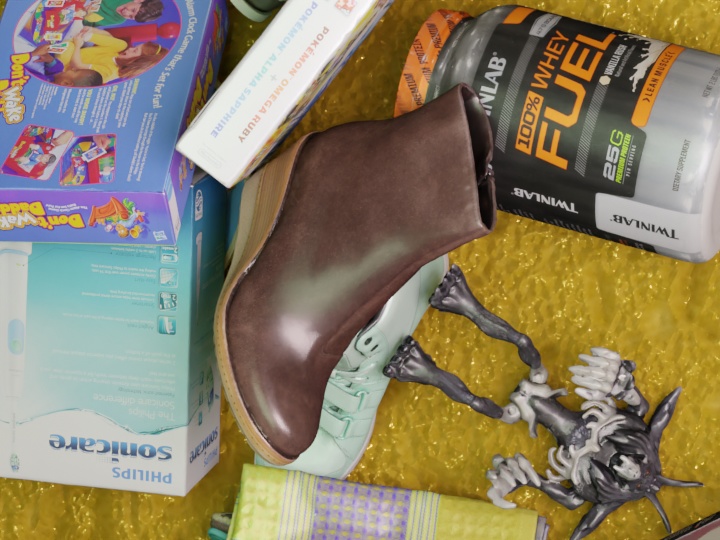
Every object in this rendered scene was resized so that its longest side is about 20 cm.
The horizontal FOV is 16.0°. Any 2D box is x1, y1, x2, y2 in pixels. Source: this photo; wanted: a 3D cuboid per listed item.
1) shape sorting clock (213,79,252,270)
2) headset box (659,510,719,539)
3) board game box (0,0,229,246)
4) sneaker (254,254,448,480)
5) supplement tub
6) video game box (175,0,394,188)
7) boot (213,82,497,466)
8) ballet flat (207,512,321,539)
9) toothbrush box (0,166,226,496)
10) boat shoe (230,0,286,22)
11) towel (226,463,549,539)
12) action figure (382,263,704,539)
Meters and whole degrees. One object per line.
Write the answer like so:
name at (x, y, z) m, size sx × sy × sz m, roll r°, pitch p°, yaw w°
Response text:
shape sorting clock at (-0.166, -0.060, 1.658) m, size 0.199 × 0.039 × 0.201 m, roll 0°, pitch 91°, yaw 19°
headset box at (0.208, 0.180, 1.474) m, size 0.200 × 0.149 × 0.075 m, roll -28°, pitch 82°, yaw 16°
board game box at (-0.163, -0.102, 1.561) m, size 0.134 × 0.045 × 0.200 m, roll 2°, pitch 46°, yaw 9°
sneaker at (-0.024, 0.060, 1.568) m, size 0.074 × 0.118 × 0.201 m, roll 30°, pitch 100°, yaw 16°
supplement tub at (0.128, -0.085, 1.513) m, size 0.199 × 0.123 × 0.123 m, roll 15°, pitch 96°, yaw 18°
video game box at (-0.028, -0.138, 1.518) m, size 0.047 × 0.200 × 0.182 m, roll 36°, pitch 98°, yaw -1°
boot at (0.000, 0.000, 1.451) m, size 0.166 × 0.072 × 0.201 m, roll -20°, pitch 58°, yaw 33°
ballet flat at (0.000, 0.193, 1.598) m, size 0.200 × 0.072 × 0.072 m, roll 33°, pitch 101°, yaw 16°
toothbrush box at (-0.164, 0.031, 1.610) m, size 0.146 × 0.085 × 0.201 m, roll 4°, pitch 101°, yaw 12°
boat shoe at (-0.078, -0.258, 1.608) m, size 0.060 × 0.072 × 0.202 m, roll -21°, pitch 80°, yaw 23°
towel at (0.010, 0.196, 1.546) m, size 0.199 × 0.023 × 0.144 m, roll 10°, pitch 70°, yaw 8°
action figure at (0.112, 0.089, 1.524) m, size 0.200 × 0.102 × 0.119 m, roll 34°, pitch 97°, yaw 5°
